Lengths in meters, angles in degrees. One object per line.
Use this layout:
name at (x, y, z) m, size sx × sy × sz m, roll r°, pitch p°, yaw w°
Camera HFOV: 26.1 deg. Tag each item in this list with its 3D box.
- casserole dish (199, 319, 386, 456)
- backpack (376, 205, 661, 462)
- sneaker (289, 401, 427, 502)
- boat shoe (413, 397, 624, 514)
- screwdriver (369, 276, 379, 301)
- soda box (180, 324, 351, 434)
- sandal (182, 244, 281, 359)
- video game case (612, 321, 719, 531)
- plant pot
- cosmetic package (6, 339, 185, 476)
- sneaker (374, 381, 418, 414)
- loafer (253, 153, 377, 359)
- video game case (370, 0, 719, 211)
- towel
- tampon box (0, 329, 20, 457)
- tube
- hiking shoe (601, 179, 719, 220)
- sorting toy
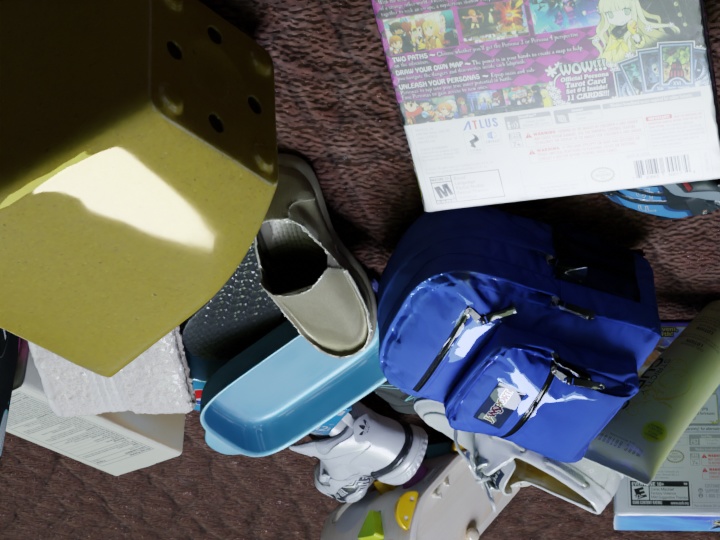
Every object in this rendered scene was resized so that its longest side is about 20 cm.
casserole dish at (-0.054, 0.088, 1.349) m, size 0.200 × 0.039 × 0.121 m, roll -35°, pitch 140°, yaw 12°
backpack at (0.115, 0.044, 1.209) m, size 0.200 × 0.168 × 0.163 m, roll 21°, pitch 125°, yaw -13°
sneaker at (-0.024, 0.175, 1.573) m, size 0.115 × 0.075 × 0.200 m, roll 29°, pitch 154°, yaw -18°
boat shoe at (0.123, 0.162, 1.325) m, size 0.202 × 0.086 × 0.075 m, roll 19°, pitch 158°, yaw 25°
screwdriver at (0.000, 0.000, 1.302) m, size 0.028 × 0.029 × 0.200 m, roll -11°, pitch 145°, yaw 24°
soda box at (-0.110, 0.093, 1.431) m, size 0.200 × 0.068 × 0.064 m, roll 13°, pitch 148°, yaw -18°
sandal at (-0.094, 0.007, 1.308) m, size 0.075 × 0.048 × 0.201 m, roll 15°, pitch 137°, yaw -18°
video game case at (0.317, 0.134, 1.348) m, size 0.199 × 0.182 × 0.045 m, roll 0°, pitch 152°, yaw 6°
plant pot at (-0.162, -0.082, 1.009) m, size 0.200 × 0.196 × 0.194 m, roll -28°, pitch 140°, yaw 29°
cosmetic package at (-0.275, 0.127, 1.505) m, size 0.105 × 0.071 × 0.200 m, roll -20°, pitch 144°, yaw 35°
sneaker at (0.081, 0.080, 1.384) m, size 0.200 × 0.076 × 0.079 m, roll -24°, pitch 138°, yaw 38°
loafer at (-0.044, 0.003, 1.208) m, size 0.075 × 0.068 × 0.200 m, roll -10°, pitch 129°, yaw 21°
video game case at (0.118, -0.128, 0.968) m, size 0.199 × 0.036 × 0.182 m, roll -7°, pitch 124°, yaw 17°
towel at (-0.218, 0.046, 1.315) m, size 0.132 × 0.035 × 0.200 m, roll -2°, pitch 125°, yaw 11°
tampon box at (-0.362, 0.058, 1.308) m, size 0.126 × 0.150 × 0.200 m, roll 6°, pitch 151°, yaw -3°
tube at (0.258, 0.101, 1.289) m, size 0.052 × 0.200 × 0.058 m, roll 51°, pitch 149°, yaw -4°
hiking shoe at (0.185, -0.078, 1.085) m, size 0.200 × 0.075 × 0.087 m, roll 24°, pitch 144°, yaw -34°
sorting toy at (0.045, 0.245, 1.621) m, size 0.180 × 0.200 × 0.107 m, roll -10°, pitch 117°, yaw 51°
